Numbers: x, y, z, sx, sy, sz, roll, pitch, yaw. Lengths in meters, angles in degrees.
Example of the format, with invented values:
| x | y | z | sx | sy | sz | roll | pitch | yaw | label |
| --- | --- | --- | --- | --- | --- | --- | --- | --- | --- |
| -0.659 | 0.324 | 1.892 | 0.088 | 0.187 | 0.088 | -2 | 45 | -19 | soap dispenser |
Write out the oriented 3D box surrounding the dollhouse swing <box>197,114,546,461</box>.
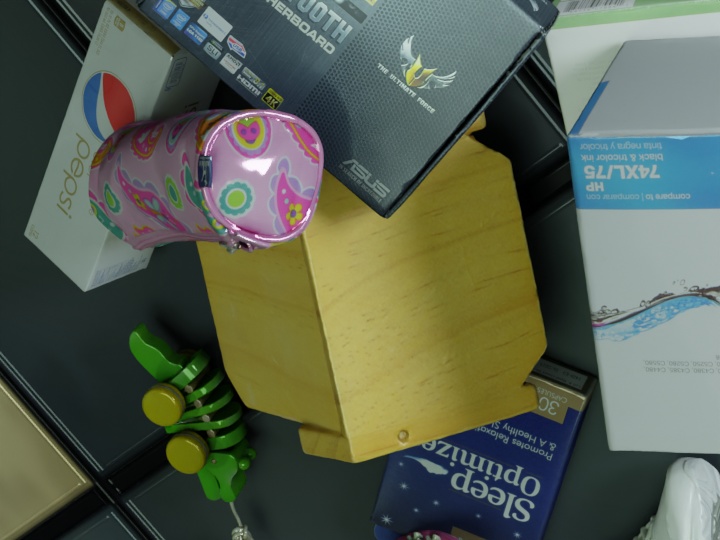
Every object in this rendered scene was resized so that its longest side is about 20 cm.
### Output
| x | y | z | sx | sy | sz | roll | pitch | yaw | label |
| --- | --- | --- | --- | --- | --- | --- | --- | --- | --- |
| 0.000 | 0.000 | 1.462 | 0.180 | 0.176 | 0.202 | -15 | 101 | -12 | dollhouse swing |

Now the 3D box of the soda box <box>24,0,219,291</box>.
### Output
| x | y | z | sx | sy | sz | roll | pitch | yaw | label |
| --- | --- | --- | --- | --- | --- | --- | --- | --- | --- |
| -0.156 | -0.087 | 1.479 | 0.068 | 0.063 | 0.201 | 40 | 126 | 22 | soda box |

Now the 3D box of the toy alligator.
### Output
| x | y | z | sx | sy | sz | roll | pitch | yaw | label |
| --- | --- | --- | --- | --- | --- | --- | --- | --- | --- |
| -0.101 | 0.121 | 1.581 | 0.054 | 0.059 | 0.201 | -16 | 110 | 28 | toy alligator |

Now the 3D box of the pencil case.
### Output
| x | y | z | sx | sy | sz | roll | pitch | yaw | label |
| --- | --- | --- | --- | --- | --- | --- | --- | --- | --- |
| -0.096 | -0.052 | 1.335 | 0.088 | 0.087 | 0.200 | 61 | 157 | -16 | pencil case |

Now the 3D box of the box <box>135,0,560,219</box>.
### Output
| x | y | z | sx | sy | sz | roll | pitch | yaw | label |
| --- | --- | --- | --- | --- | --- | --- | --- | --- | --- |
| -0.008 | -0.153 | 1.292 | 0.200 | 0.051 | 0.158 | 41 | 117 | -3 | box |

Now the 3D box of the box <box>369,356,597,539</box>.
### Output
| x | y | z | sx | sy | sz | roll | pitch | yaw | label |
| --- | --- | --- | --- | --- | --- | --- | --- | --- | --- |
| 0.079 | 0.138 | 1.535 | 0.120 | 0.032 | 0.201 | 21 | 124 | 11 | box |

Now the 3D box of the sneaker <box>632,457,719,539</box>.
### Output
| x | y | z | sx | sy | sz | roll | pitch | yaw | label |
| --- | --- | --- | --- | --- | --- | --- | --- | --- | --- |
| 0.195 | 0.211 | 1.500 | 0.099 | 0.078 | 0.201 | 13 | 120 | 20 | sneaker |

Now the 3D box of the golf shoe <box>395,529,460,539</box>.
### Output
| x | y | z | sx | sy | sz | roll | pitch | yaw | label |
| --- | --- | --- | --- | --- | --- | --- | --- | --- | --- |
| 0.039 | 0.242 | 1.573 | 0.091 | 0.076 | 0.200 | 26 | 145 | -21 | golf shoe |

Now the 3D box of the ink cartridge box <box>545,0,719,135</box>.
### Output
| x | y | z | sx | sy | sz | roll | pitch | yaw | label |
| --- | --- | --- | --- | --- | --- | --- | --- | --- | --- |
| 0.201 | -0.077 | 1.358 | 0.144 | 0.048 | 0.201 | -4 | 117 | 24 | ink cartridge box |

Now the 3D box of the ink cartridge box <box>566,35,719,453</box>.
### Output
| x | y | z | sx | sy | sz | roll | pitch | yaw | label |
| --- | --- | --- | --- | --- | --- | --- | --- | --- | --- |
| 0.214 | -0.015 | 1.270 | 0.145 | 0.147 | 0.202 | 0 | 116 | 21 | ink cartridge box |
